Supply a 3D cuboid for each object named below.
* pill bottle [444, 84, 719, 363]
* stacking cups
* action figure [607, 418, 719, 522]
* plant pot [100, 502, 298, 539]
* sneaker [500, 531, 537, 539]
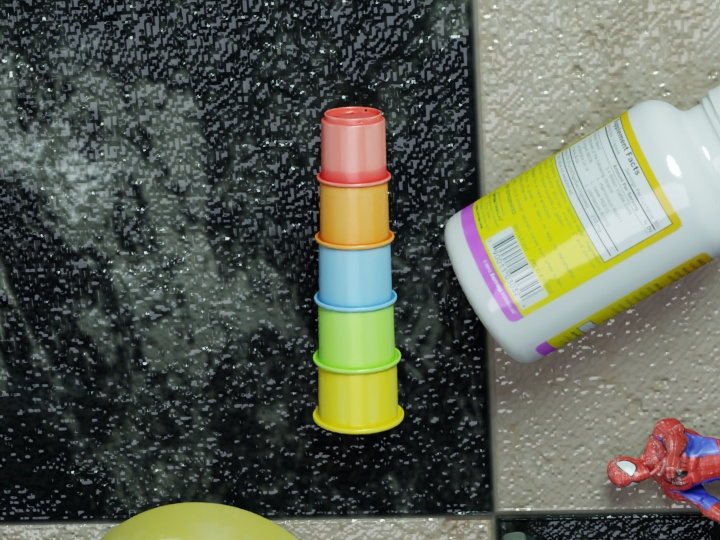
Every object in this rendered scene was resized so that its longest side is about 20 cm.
[{"bbox_3d":[0.157,-0.034,1.311,0.199,0.104,0.105,-30,104,14],"label":"pill bottle"},{"bbox_3d":[0.000,0.000,1.361,0.060,0.061,0.202,2,109,4],"label":"stacking cups"},{"bbox_3d":[0.253,0.126,1.363,0.198,0.099,0.066,-8,112,11],"label":"action figure"},{"bbox_3d":[-0.113,0.279,1.400,0.199,0.189,0.203,1,108,4],"label":"plant pot"},{"bbox_3d":[0.146,0.256,1.429,0.113,0.076,0.201,-9,111,6],"label":"sneaker"}]
